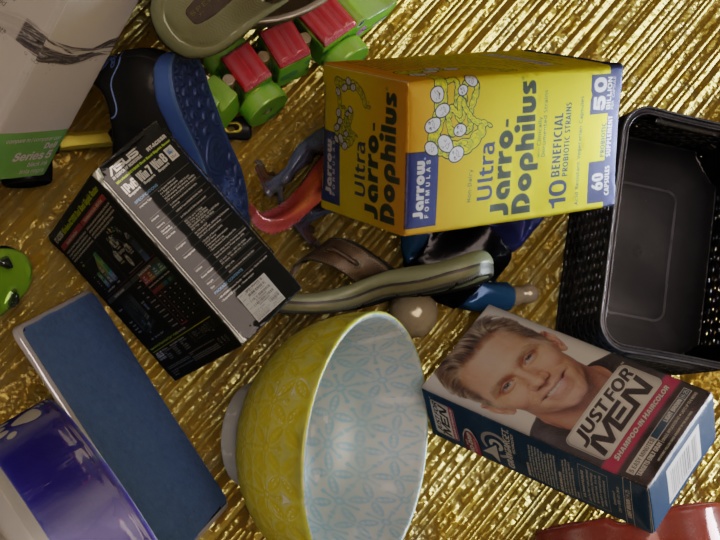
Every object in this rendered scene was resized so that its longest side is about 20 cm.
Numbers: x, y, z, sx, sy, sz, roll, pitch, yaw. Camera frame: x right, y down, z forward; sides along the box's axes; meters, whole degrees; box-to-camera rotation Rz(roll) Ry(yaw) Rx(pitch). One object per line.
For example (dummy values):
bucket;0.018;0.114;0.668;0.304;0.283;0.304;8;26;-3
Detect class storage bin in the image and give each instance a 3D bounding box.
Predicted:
storage bin;0.249;-0.021;1.195;0.135;0.094;0.201;11;82;-14

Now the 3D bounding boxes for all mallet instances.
mallet;-0.184;-0.113;1.118;0.200;0.041;0.066;-14;90;-21

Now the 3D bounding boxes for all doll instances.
doll;0.096;-0.024;1.175;0.136;0.048;0.200;44;75;-12

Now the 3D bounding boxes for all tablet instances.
tablet;-0.172;0.112;1.055;0.014;0.130;0.200;-32;93;18

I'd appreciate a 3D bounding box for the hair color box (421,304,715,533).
hair color box;0.156;0.109;1.100;0.100;0.200;0.061;-48;142;-29

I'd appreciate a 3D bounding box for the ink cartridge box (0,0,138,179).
ink cartridge box;-0.248;-0.185;1.007;0.145;0.084;0.200;43;114;18

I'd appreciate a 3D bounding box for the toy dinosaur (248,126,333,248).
toy dinosaur;0.020;-0.088;1.117;0.181;0.200;0.105;-30;110;14

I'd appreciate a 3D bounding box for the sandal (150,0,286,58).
sandal;-0.060;-0.224;0.994;0.080;0.057;0.201;42;74;-8

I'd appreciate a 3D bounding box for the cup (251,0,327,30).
cup;-0.102;-0.267;1.100;0.200;0.143;0.201;2;83;-16

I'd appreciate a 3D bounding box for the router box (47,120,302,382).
router box;-0.138;-0.007;1.030;0.062;0.200;0.150;-44;96;-23

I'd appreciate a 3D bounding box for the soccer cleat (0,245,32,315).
soccer cleat;-0.334;0.023;1.043;0.200;0.081;0.068;-25;125;-34

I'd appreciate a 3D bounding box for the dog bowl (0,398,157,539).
dog bowl;-0.195;0.190;0.992;0.079;0.200;0.200;-33;93;-18

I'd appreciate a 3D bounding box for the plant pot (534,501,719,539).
plant pot;0.222;0.285;1.109;0.200;0.201;0.196;-6;77;-16

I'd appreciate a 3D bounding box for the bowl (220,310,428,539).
bowl;-0.038;0.127;1.079;0.107;0.200;0.201;2;80;28

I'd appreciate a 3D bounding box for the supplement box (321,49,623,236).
supplement box;0.082;-0.098;1.059;0.200;0.109;0.109;-9;108;-33

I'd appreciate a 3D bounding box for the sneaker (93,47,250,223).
sneaker;-0.141;-0.077;1.088;0.070;0.078;0.200;-59;144;-50

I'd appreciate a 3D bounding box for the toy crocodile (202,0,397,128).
toy crocodile;-0.056;-0.174;1.138;0.200;0.062;0.068;-34;80;-17

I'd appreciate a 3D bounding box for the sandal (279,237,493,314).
sandal;0.001;0.000;1.113;0.200;0.080;0.057;-10;88;3
